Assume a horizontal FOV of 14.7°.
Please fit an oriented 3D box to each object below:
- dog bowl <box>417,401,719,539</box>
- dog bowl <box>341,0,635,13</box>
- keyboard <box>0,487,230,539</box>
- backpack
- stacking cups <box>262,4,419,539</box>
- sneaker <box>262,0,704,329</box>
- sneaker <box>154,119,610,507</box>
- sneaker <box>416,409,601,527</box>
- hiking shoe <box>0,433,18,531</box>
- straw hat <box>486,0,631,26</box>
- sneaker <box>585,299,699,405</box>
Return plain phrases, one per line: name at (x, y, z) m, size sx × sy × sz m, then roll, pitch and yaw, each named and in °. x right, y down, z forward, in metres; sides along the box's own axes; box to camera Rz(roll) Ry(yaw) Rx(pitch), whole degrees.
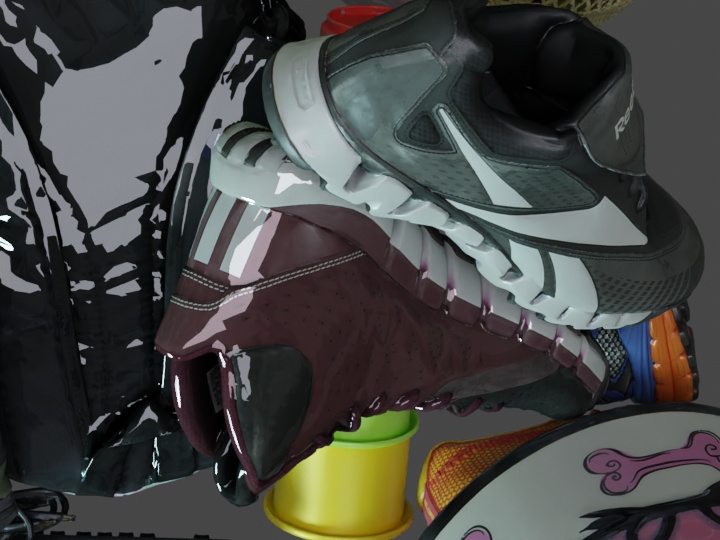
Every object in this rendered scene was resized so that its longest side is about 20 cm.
dog bowl at (0.105, 0.153, 1.037) m, size 0.199 × 0.074 × 0.201 m, roll -11°, pitch 121°, yaw -19°
dog bowl at (0.055, -0.180, 1.049) m, size 0.199 × 0.059 × 0.201 m, roll -1°, pitch 100°, yaw -6°
keyboard at (-0.142, 0.100, 1.065) m, size 0.199 × 0.104 × 0.040 m, roll 1°, pitch 72°, yaw -7°
backpack at (-0.089, -0.021, 1.028) m, size 0.166 × 0.127 × 0.201 m, roll -5°, pitch 101°, yaw 3°
stacking cups at (0.000, 0.000, 1.059) m, size 0.060 × 0.061 × 0.201 m, roll 4°, pitch 107°, yaw -6°
sneaker at (0.065, -0.037, 0.915) m, size 0.090 × 0.067 × 0.200 m, roll -29°, pitch 142°, yaw 33°
sneaker at (-0.002, 0.038, 0.971) m, size 0.200 × 0.076 × 0.116 m, roll 33°, pitch 82°, yaw -41°
sneaker at (0.118, 0.078, 1.092) m, size 0.199 × 0.077 × 0.073 m, roll 0°, pitch 116°, yaw -23°
hiking shoe at (-0.200, 0.030, 1.011) m, size 0.199 × 0.076 × 0.101 m, roll 17°, pitch 115°, yaw 33°
straw hat at (0.068, -0.125, 0.962) m, size 0.200 × 0.201 × 0.085 m, roll 18°, pitch 128°, yaw -8°
sneaker at (0.070, -0.019, 1.046) m, size 0.078 × 0.075 × 0.201 m, roll -15°, pitch 123°, yaw 10°
